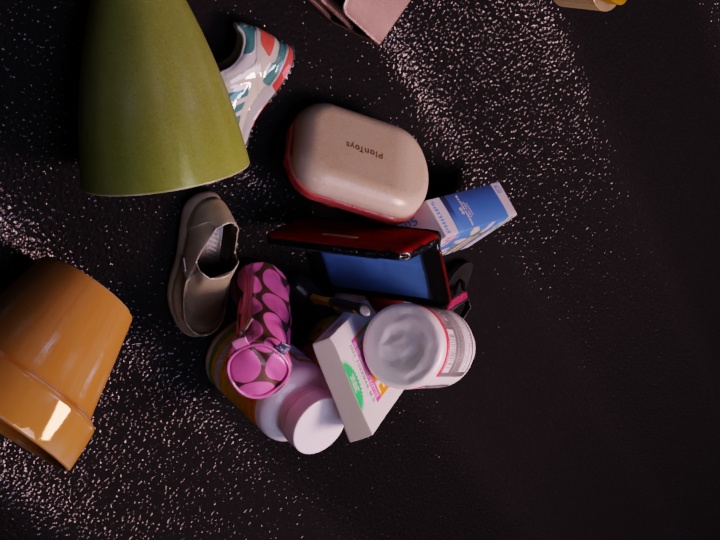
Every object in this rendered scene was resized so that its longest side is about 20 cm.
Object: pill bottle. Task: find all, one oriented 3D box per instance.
[{"bbox_3d":[0.087,0.102,1.618,0.111,0.111,0.200,-61,159,7],"label":"pill bottle"},{"bbox_3d":[-0.108,0.153,1.593,0.111,0.200,0.111,-21,127,-30],"label":"pill bottle"}]

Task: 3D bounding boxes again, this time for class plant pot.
[{"bbox_3d":[-0.225,-0.200,1.310,0.187,0.187,0.201,-18,109,-32],"label":"plant pot"},{"bbox_3d":[-0.358,0.093,1.363,0.184,0.200,0.200,-58,139,-19],"label":"plant pot"}]

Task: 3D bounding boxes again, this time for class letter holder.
[{"bbox_3d":[0.011,-0.396,1.431,0.142,0.101,0.200,34,91,-45],"label":"letter holder"}]

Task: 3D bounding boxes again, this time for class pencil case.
[{"bbox_3d":[-0.128,0.067,1.534,0.091,0.200,0.094,-33,118,13],"label":"pencil case"}]

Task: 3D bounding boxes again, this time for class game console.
[{"bbox_3d":[0.000,0.000,1.576,0.172,0.199,0.119,-29,122,-62],"label":"game console"}]

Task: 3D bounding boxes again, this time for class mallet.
[{"bbox_3d":[-0.045,0.035,1.582,0.066,0.200,0.041,45,75,-15],"label":"mallet"}]

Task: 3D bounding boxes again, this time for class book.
[{"bbox_3d":[-0.003,0.125,1.583,0.048,0.200,0.134,-19,98,17],"label":"book"}]

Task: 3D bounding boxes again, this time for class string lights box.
[{"bbox_3d":[0.121,-0.063,1.689,0.103,0.059,0.200,-35,170,36],"label":"string lights box"}]

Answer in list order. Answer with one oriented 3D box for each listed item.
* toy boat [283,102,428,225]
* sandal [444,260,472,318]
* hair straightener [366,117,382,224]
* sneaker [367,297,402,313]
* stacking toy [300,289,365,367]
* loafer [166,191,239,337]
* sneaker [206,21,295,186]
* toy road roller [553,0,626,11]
[{"bbox_3d":[-0.015,-0.123,1.571,0.199,0.131,0.131,17,62,-21],"label":"toy boat"},{"bbox_3d":[0.130,0.066,1.813,0.200,0.045,0.075,-56,151,-38],"label":"sandal"},{"bbox_3d":[0.037,-0.124,1.673,0.077,0.041,0.201,-28,126,-26],"label":"hair straightener"},{"bbox_3d":[0.019,0.088,1.758,0.112,0.071,0.200,-37,136,-22],"label":"sneaker"},{"bbox_3d":[-0.037,0.114,1.713,0.146,0.146,0.201,13,87,-44],"label":"stacking toy"},{"bbox_3d":[-0.193,0.003,1.522,0.075,0.068,0.201,-15,125,-34],"label":"loafer"},{"bbox_3d":[-0.163,-0.200,1.436,0.093,0.070,0.200,29,97,-29],"label":"sneaker"},{"bbox_3d":[0.278,-0.444,1.620,0.200,0.123,0.146,18,92,-45],"label":"toy road roller"}]
